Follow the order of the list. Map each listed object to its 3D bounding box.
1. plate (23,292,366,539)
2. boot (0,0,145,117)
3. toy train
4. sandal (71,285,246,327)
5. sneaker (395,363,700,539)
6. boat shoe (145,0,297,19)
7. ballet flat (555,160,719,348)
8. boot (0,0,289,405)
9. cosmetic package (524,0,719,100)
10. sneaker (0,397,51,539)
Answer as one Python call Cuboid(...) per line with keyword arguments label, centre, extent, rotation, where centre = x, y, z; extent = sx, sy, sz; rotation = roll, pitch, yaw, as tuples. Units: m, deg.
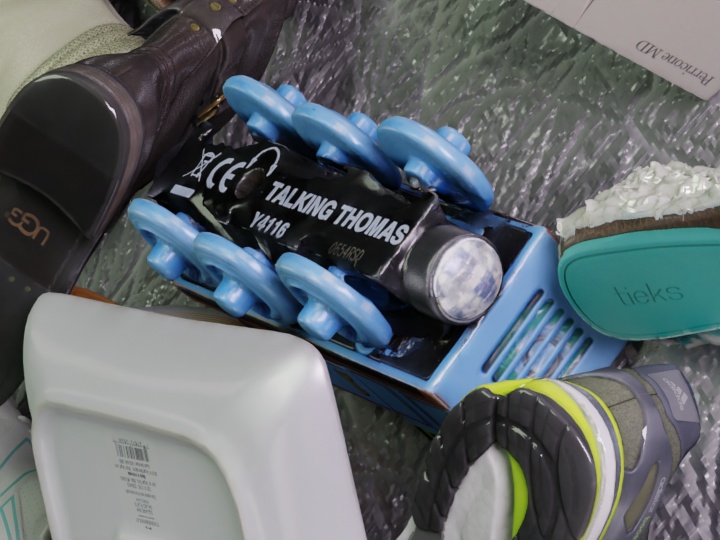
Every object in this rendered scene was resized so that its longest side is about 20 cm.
Cuboid(label="plate", centre=(-0.056, 0.113, 0.995), extent=(0.199, 0.032, 0.201), rotation=(9, 113, 57))
Cuboid(label="boot", centre=(-0.169, -0.055, 1.314), extent=(0.200, 0.072, 0.155), rotation=(-54, 39, 17))
Cuboid(label="toy train", centre=(0.000, 0.000, 1.014), extent=(0.087, 0.114, 0.200), rotation=(-52, 32, -12))
Cuboid(label="sandal", centre=(-0.071, 0.036, 1.120), extent=(0.059, 0.079, 0.207), rotation=(-61, 33, 11))
Cuboid(label="sneaker", centre=(0.048, 0.099, 0.938), extent=(0.074, 0.081, 0.200), rotation=(59, 140, 20))
Cuboid(label="boat shoe", centre=(-0.082, -0.148, 1.249), extent=(0.200, 0.074, 0.074), rotation=(17, 84, 56))
Cuboid(label="ballet flat", centre=(0.143, -0.013, 0.879), extent=(0.200, 0.072, 0.072), rotation=(4, 73, 47))
Cuboid(label="boot", centre=(-0.103, -0.033, 1.142), extent=(0.200, 0.069, 0.174), rotation=(-50, -3, 30))
Cuboid(label="cosmetic package", centre=(0.141, -0.155, 0.933), extent=(0.200, 0.103, 0.073), rotation=(-43, 41, 31))
Cuboid(label="sneaker", centre=(-0.145, 0.100, 1.188), extent=(0.080, 0.071, 0.201), rotation=(-12, 34, 2))
